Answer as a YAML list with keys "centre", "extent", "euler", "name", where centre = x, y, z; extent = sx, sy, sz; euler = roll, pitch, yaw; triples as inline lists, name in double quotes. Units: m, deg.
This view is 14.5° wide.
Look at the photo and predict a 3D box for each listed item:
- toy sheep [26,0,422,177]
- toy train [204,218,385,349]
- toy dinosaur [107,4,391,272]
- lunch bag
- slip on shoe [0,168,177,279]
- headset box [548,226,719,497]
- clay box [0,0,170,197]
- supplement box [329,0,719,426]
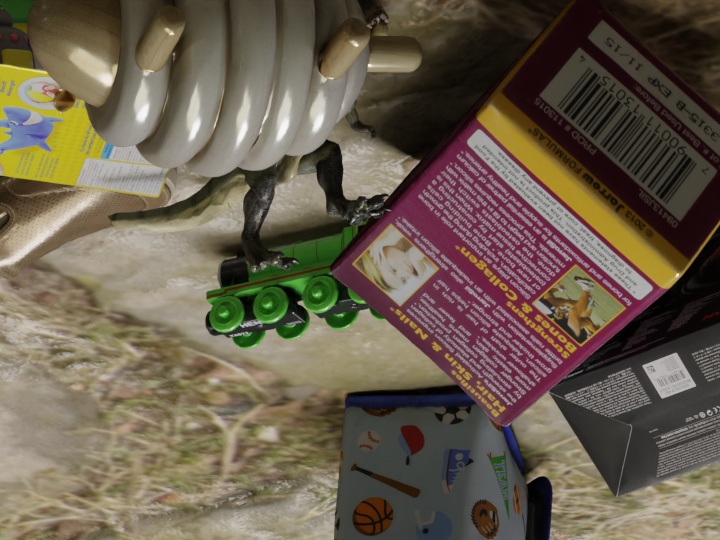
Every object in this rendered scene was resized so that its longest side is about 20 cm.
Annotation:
- centre: [-0.062, -0.108, 1.352]
  extent: [0.199, 0.138, 0.138]
  euler: [6, 152, -20]
  name: "toy sheep"
- centre: [0.000, 0.000, 1.620]
  extent: [0.200, 0.057, 0.042]
  euler: [-12, 154, 23]
  name: "toy train"
- centre: [-0.039, -0.050, 1.453]
  extent: [0.200, 0.088, 0.047]
  euler: [-39, 154, 23]
  name: "toy dinosaur"
- centre: [0.059, 0.195, 1.862]
  extent: [0.123, 0.170, 0.200]
  euler: [0, 151, 15]
  name: "lunch bag"
- centre: [-0.193, -0.025, 1.582]
  extent: [0.199, 0.061, 0.076]
  euler: [-9, 150, 20]
  name: "slip on shoe"
- centre: [0.213, 0.024, 1.533]
  extent: [0.148, 0.200, 0.075]
  euler: [-24, 104, 38]
  name: "headset box"
- centre: [-0.189, -0.095, 1.464]
  extent: [0.199, 0.048, 0.115]
  euler: [9, 151, -13]
  name: "clay box"
- centre: [0.094, -0.028, 1.461]
  extent: [0.131, 0.103, 0.200]
  euler: [42, 144, -3]
  name: "supplement box"
